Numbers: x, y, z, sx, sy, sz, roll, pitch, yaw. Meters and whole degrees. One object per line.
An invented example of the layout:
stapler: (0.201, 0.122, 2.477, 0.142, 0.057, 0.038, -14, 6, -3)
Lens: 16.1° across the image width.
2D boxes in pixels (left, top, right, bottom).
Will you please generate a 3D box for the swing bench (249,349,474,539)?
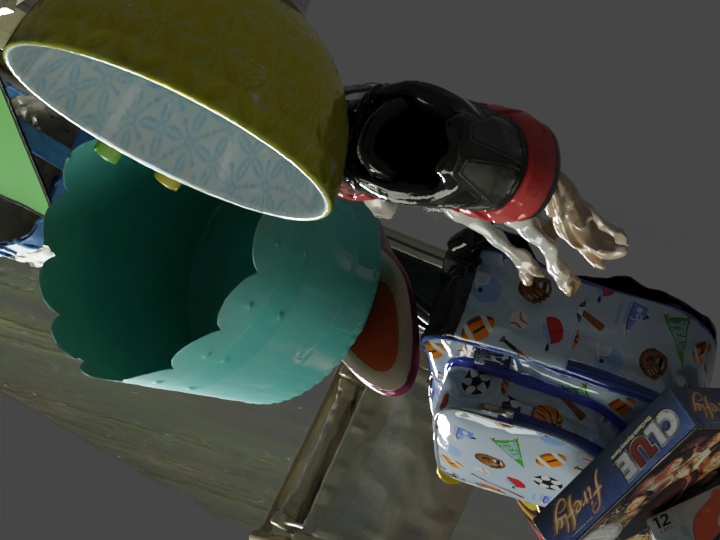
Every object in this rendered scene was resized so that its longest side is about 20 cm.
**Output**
swing bench: (0.018, 0.176, 2.229, 0.129, 0.200, 0.200, 27, 168, -10)

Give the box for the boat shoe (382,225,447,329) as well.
boat shoe: (0.000, 0.000, 1.848, 0.199, 0.063, 0.075, 21, 169, 28)

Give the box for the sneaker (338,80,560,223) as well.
sneaker: (0.013, -0.074, 1.443, 0.200, 0.071, 0.098, 12, 179, 42)

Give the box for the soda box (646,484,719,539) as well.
soda box: (0.284, 0.150, 1.606, 0.064, 0.199, 0.068, 66, -173, 25)

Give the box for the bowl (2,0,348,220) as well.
bowl: (-0.084, -0.121, 1.390, 0.199, 0.108, 0.200, 24, 169, 5)

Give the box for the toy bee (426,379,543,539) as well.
toy bee: (0.107, 0.121, 2.041, 0.200, 0.131, 0.109, 30, 148, 32)

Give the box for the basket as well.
basket: (-0.253, -0.079, 1.830, 0.199, 0.140, 0.176, 26, 168, -40)

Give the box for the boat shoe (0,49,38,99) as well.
boat shoe: (-0.269, -0.184, 1.659, 0.199, 0.057, 0.067, 34, 169, -12)

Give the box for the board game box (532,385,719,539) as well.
board game box: (0.219, 0.131, 1.644, 0.199, 0.136, 0.035, 4, -135, -49)

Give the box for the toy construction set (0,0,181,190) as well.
toy construction set: (-0.180, -0.138, 1.554, 0.200, 0.092, 0.131, 46, -178, -40)

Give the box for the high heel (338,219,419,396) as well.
high heel: (0.011, 0.019, 1.721, 0.096, 0.067, 0.201, 51, -163, -50)

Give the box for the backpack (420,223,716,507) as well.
backpack: (0.137, 0.073, 1.685, 0.189, 0.155, 0.200, 8, 162, 7)

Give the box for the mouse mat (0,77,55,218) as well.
mouse mat: (-0.290, -0.119, 1.695, 0.199, 0.008, 0.161, 24, 148, 33)

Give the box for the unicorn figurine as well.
unicorn figurine: (0.072, -0.043, 1.524, 0.137, 0.074, 0.200, 41, 149, -22)

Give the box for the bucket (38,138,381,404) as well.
bucket: (-0.095, -0.013, 1.655, 0.206, 0.208, 0.134, 14, 175, 42)
